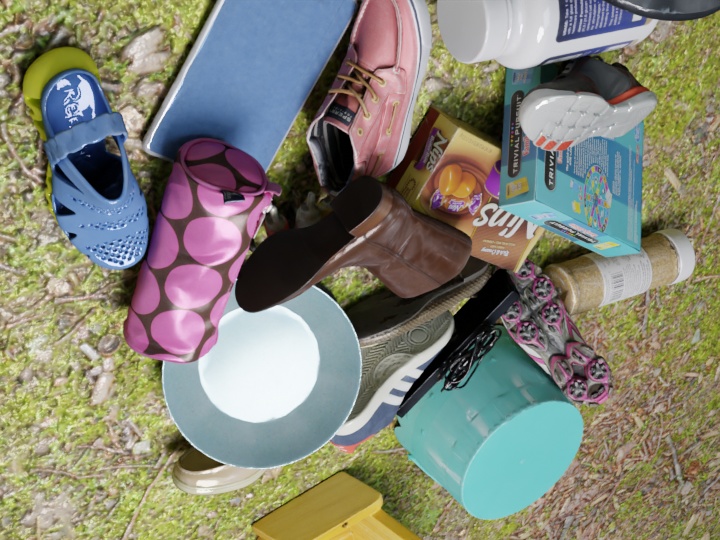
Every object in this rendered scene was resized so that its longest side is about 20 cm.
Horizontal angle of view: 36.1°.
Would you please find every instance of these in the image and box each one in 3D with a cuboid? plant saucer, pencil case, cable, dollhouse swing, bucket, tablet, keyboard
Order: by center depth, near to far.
[{"bbox_3d":[-0.095,-0.171,0.959,0.129,0.014,0.201,18,109,-43],"label":"tablet"},{"bbox_3d":[-0.143,-0.010,0.976,0.093,0.091,0.201,16,123,-15],"label":"pencil case"},{"bbox_3d":[-0.061,0.002,1.087,0.096,0.050,0.202,-19,131,-17],"label":"cable"},{"bbox_3d":[-0.099,0.097,1.105,0.199,0.039,0.203,-3,104,-12],"label":"plant saucer"},{"bbox_3d":[0.108,0.094,1.226,0.040,0.104,0.200,37,106,-17],"label":"keyboard"},{"bbox_3d":[-0.002,0.380,1.325,0.181,0.176,0.201,-28,135,-16],"label":"dollhouse swing"},{"bbox_3d":[0.158,0.187,1.325,0.205,0.135,0.209,-19,132,-22],"label":"bucket"}]

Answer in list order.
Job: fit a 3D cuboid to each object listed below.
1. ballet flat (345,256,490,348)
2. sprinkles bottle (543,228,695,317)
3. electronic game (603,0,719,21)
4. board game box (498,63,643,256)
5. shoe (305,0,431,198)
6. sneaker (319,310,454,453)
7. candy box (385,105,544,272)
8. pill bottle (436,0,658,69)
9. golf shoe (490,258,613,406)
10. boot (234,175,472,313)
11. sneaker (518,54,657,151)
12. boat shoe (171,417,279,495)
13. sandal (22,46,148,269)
[{"bbox_3d":[0.061,0.039,1.198,0.199,0.067,0.047,-28,131,-25],"label":"ballet flat"},{"bbox_3d":[0.315,0.002,1.351,0.198,0.068,0.069,-15,130,-27],"label":"sprinkles bottle"},{"bbox_3d":[0.250,-0.300,0.990,0.198,0.201,0.042,-17,155,-25],"label":"electronic game"},{"bbox_3d":[0.224,-0.113,1.155,0.199,0.047,0.153,19,70,-43],"label":"board game box"},{"bbox_3d":[0.006,-0.160,0.981,0.091,0.071,0.202,-41,148,-43],"label":"shoe"},{"bbox_3d":[0.029,0.118,1.212,0.200,0.075,0.085,-41,146,-25],"label":"sneaker"},{"bbox_3d":[0.121,-0.079,1.157,0.199,0.056,0.117,20,108,-42],"label":"candy box"},{"bbox_3d":[0.174,-0.250,1.027,0.198,0.111,0.112,-16,130,-27],"label":"pill bottle"},{"bbox_3d":[0.212,0.069,1.281,0.072,0.201,0.092,-34,-179,1],"label":"golf shoe"},{"bbox_3d":[0.000,0.000,1.065,0.186,0.065,0.200,-34,153,18],"label":"boot"},{"bbox_3d":[0.208,-0.172,1.081,0.199,0.082,0.077,-8,153,-47],"label":"sneaker"},{"bbox_3d":[-0.111,0.172,1.168,0.199,0.072,0.066,-19,126,-32],"label":"boat shoe"},{"bbox_3d":[-0.214,-0.074,0.893,0.079,0.087,0.201,-29,136,-18],"label":"sandal"}]
